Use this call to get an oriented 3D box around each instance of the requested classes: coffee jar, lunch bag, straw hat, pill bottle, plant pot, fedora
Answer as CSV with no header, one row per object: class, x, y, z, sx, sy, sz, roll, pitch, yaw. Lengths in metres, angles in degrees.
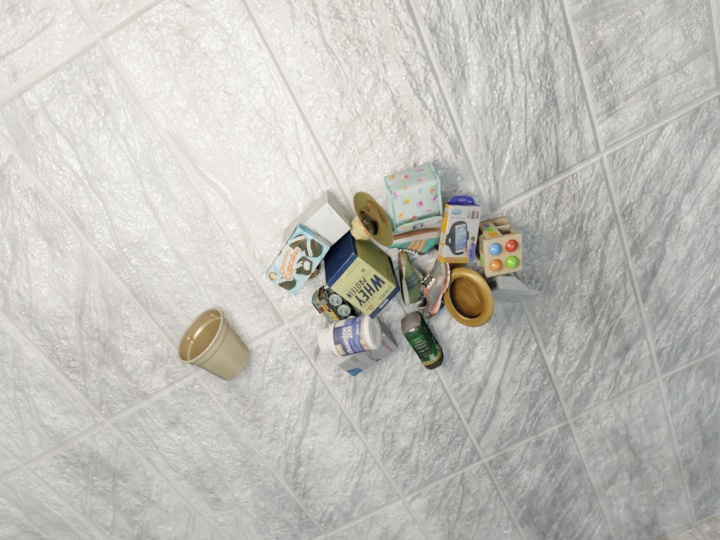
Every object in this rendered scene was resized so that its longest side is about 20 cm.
coffee jar,0.220,0.250,1.854,0.084,0.105,0.202,-28,116,14
lunch bag,0.164,-0.201,1.614,0.164,0.124,0.204,-15,134,-3
straw hat,0.013,-0.135,1.596,0.084,0.204,0.201,-32,118,27
pill bottle,-0.037,0.216,1.711,0.194,0.112,0.113,-15,120,25
plant pot,-0.474,0.263,1.748,0.197,0.203,0.184,-33,128,11
fedora,0.360,0.079,1.716,0.196,0.081,0.208,16,118,33

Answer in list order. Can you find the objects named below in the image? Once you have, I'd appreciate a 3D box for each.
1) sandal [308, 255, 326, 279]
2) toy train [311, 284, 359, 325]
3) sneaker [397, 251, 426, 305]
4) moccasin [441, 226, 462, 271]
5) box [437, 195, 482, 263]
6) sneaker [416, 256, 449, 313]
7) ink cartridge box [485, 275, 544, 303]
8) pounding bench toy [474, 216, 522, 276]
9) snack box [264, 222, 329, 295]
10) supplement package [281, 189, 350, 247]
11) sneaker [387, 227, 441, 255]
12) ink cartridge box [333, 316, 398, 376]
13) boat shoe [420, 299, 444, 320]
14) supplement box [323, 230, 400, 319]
sandal,-0.162,0.001,1.684,0.054,0.083,0.200,35,123,-17
toy train,-0.080,0.130,1.777,0.111,0.087,0.202,-24,121,21
sneaker,0.176,0.020,1.758,0.086,0.068,0.206,-11,120,-5
moccasin,0.308,-0.094,1.710,0.075,0.074,0.208,-14,115,-14
box,0.309,-0.126,1.636,0.115,0.042,0.208,-1,110,-20
sneaker,0.233,0.048,1.714,0.079,0.077,0.207,3,110,-23
ink cartridge box,0.493,0.065,1.780,0.193,0.059,0.162,0,163,-26
pounding bench toy,0.445,-0.041,1.703,0.119,0.157,0.206,-11,118,-1
snack box,-0.190,-0.030,1.579,0.114,0.038,0.202,30,115,-17
supplement package,-0.138,-0.126,1.618,0.198,0.115,0.109,-39,115,16
sneaker,0.173,-0.081,1.688,0.192,0.072,0.083,-9,111,-11
ink cartridge box,0.015,0.264,1.820,0.196,0.086,0.145,-32,144,10
boat shoe,0.270,0.089,1.798,0.070,0.066,0.204,26,109,-15
supplement box,0.000,0.000,1.646,0.198,0.202,0.134,36,111,-24
